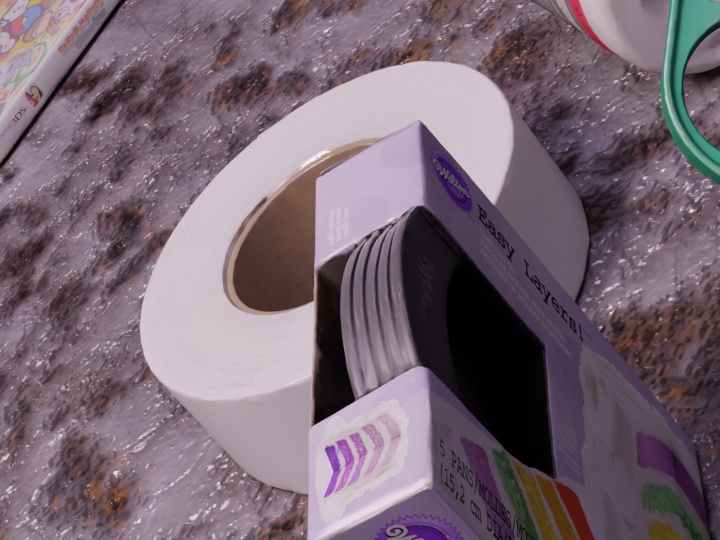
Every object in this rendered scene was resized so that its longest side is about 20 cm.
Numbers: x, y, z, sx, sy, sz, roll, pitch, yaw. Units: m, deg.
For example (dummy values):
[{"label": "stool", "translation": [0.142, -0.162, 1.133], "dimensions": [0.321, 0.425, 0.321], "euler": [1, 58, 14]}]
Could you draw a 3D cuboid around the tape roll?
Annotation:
[{"label": "tape roll", "translation": [0.000, 0.000, 0.978], "dimensions": [0.202, 0.071, 0.203], "euler": [-27, 35, 21]}]

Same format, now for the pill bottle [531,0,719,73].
[{"label": "pill bottle", "translation": [0.114, -0.174, 1.033], "dimensions": [0.111, 0.111, 0.200], "euler": [-41, 32, -2]}]

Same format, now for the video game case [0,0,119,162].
[{"label": "video game case", "translation": [-0.256, -0.140, 1.456], "dimensions": [0.200, 0.023, 0.182], "euler": [2, 51, 47]}]

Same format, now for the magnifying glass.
[{"label": "magnifying glass", "translation": [0.147, -0.128, 0.903], "dimensions": [0.079, 0.022, 0.201], "euler": [-18, 79, 2]}]

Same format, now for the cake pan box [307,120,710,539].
[{"label": "cake pan box", "translation": [0.053, 0.070, 0.718], "dimensions": [0.052, 0.200, 0.184], "euler": [-30, 31, 20]}]
